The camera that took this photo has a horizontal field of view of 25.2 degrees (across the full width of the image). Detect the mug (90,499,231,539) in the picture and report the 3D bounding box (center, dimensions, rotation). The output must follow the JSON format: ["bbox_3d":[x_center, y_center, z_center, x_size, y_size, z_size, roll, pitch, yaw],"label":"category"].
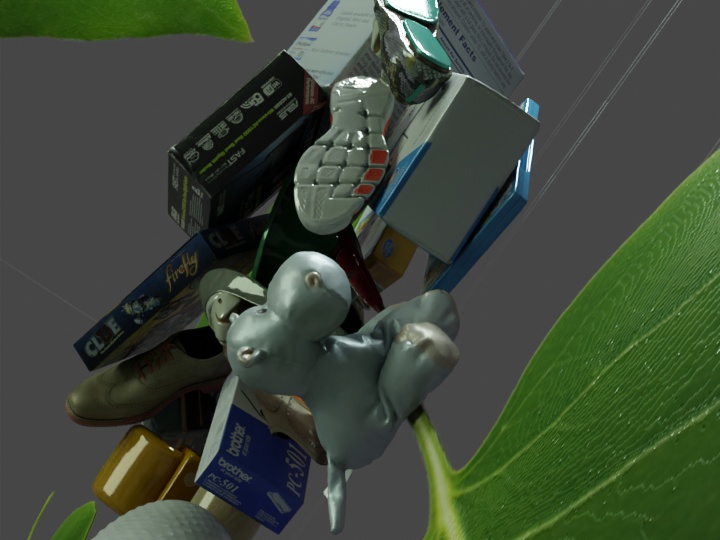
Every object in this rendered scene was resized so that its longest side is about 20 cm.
[{"bbox_3d":[-0.203,0.287,1.410,0.199,0.148,0.175,-14,16,18],"label":"mug"}]

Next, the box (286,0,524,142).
[{"bbox_3d":[0.039,-0.197,1.628,0.105,0.184,0.200,14,60,48],"label":"box"}]

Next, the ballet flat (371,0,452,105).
[{"bbox_3d":[0.037,-0.212,1.478,0.072,0.072,0.201,-51,25,26],"label":"ballet flat"}]

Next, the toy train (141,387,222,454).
[{"bbox_3d":[-0.181,0.169,1.736,0.200,0.113,0.086,121,147,-64],"label":"toy train"}]

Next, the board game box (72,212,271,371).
[{"bbox_3d":[-0.178,0.021,1.607,0.200,0.035,0.135,-39,-10,28],"label":"board game box"}]

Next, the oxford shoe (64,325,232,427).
[{"bbox_3d":[-0.204,0.096,1.623,0.199,0.071,0.075,-21,-36,-22],"label":"oxford shoe"}]

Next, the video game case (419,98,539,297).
[{"bbox_3d":[0.110,-0.063,1.476,0.143,0.018,0.200,-50,12,29],"label":"video game case"}]

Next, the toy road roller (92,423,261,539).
[{"bbox_3d":[-0.183,0.227,1.587,0.123,0.146,0.200,-58,10,-6],"label":"toy road roller"}]

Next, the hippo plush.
[{"bbox_3d":[-0.031,0.069,1.317,0.200,0.160,0.159,-55,10,8],"label":"hippo plush"}]

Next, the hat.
[{"bbox_3d":[0.000,0.000,1.534,0.166,0.175,0.201,94,-163,-58],"label":"hat"}]

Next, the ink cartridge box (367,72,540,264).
[{"bbox_3d":[0.074,-0.100,1.469,0.147,0.086,0.200,-57,12,4],"label":"ink cartridge box"}]

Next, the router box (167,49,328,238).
[{"bbox_3d":[-0.112,-0.109,1.547,0.150,0.062,0.200,-42,-7,-15],"label":"router box"}]

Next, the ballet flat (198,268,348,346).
[{"bbox_3d":[-0.094,0.049,1.449,0.064,0.199,0.068,-25,-55,-41],"label":"ballet flat"}]

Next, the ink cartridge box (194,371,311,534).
[{"bbox_3d":[-0.093,0.160,1.524,0.044,0.094,0.200,-52,11,21],"label":"ink cartridge box"}]

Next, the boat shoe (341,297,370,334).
[{"bbox_3d":[-0.019,0.055,1.591,0.063,0.073,0.200,-38,30,29],"label":"boat shoe"}]

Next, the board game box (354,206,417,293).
[{"bbox_3d":[0.039,-0.060,1.732,0.201,0.040,0.153,-62,11,-27],"label":"board game box"}]

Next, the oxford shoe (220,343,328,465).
[{"bbox_3d":[-0.078,0.114,1.491,0.200,0.071,0.073,32,110,53],"label":"oxford shoe"}]

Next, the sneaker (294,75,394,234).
[{"bbox_3d":[-0.008,-0.089,1.458,0.082,0.077,0.200,92,-167,-44],"label":"sneaker"}]
